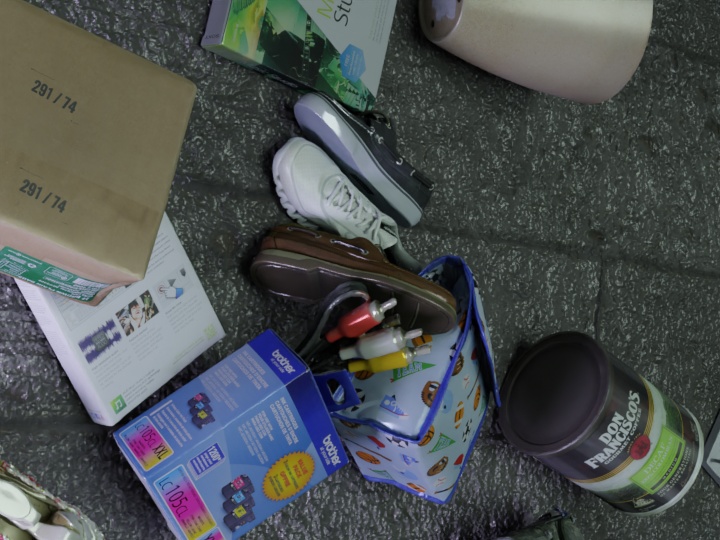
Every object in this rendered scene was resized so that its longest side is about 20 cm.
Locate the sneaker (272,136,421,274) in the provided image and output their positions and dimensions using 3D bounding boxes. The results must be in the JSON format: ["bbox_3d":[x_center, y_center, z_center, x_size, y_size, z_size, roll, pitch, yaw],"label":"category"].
[{"bbox_3d":[-0.009,-0.052,1.422,0.200,0.081,0.075,51,61,-29],"label":"sneaker"}]

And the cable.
[{"bbox_3d":[-0.040,0.081,1.336,0.200,0.050,0.097,-29,120,10],"label":"cable"}]

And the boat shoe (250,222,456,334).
[{"bbox_3d":[0.000,0.000,1.367,0.072,0.200,0.068,99,11,-51],"label":"boat shoe"}]

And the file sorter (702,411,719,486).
[{"bbox_3d":[0.564,0.211,1.922,0.139,0.124,0.200,46,62,-34],"label":"file sorter"}]

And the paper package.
[{"bbox_3d":[-0.253,-0.094,1.139,0.200,0.103,0.191,23,67,-25],"label":"paper package"}]

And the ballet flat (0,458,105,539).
[{"bbox_3d":[-0.274,0.209,1.201,0.200,0.064,0.076,41,64,-36],"label":"ballet flat"}]

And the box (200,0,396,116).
[{"bbox_3d":[-0.053,-0.248,1.404,0.200,0.036,0.144,19,78,-40],"label":"box"}]

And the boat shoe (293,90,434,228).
[{"bbox_3d":[0.012,-0.122,1.438,0.200,0.070,0.066,45,75,-37],"label":"boat shoe"}]

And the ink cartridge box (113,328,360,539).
[{"bbox_3d":[-0.098,0.147,1.285,0.200,0.076,0.137,-35,134,-14],"label":"ink cartridge box"}]

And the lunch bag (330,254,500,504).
[{"bbox_3d":[0.071,0.105,1.442,0.200,0.124,0.170,-64,157,-24],"label":"lunch bag"}]

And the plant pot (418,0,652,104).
[{"bbox_3d":[0.169,-0.277,1.527,0.200,0.187,0.188,2,90,-28],"label":"plant pot"}]

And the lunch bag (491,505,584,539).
[{"bbox_3d":[0.201,0.365,1.561,0.168,0.139,0.200,-4,64,-51],"label":"lunch bag"}]

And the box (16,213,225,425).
[{"bbox_3d":[-0.214,0.011,1.259,0.144,0.036,0.200,-39,118,-34],"label":"box"}]

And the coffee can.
[{"bbox_3d":[0.273,0.175,1.641,0.200,0.146,0.146,34,70,-38],"label":"coffee can"}]
